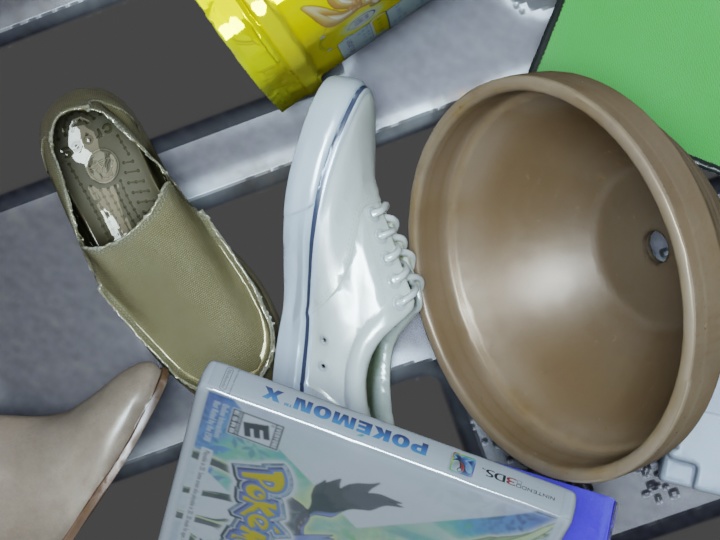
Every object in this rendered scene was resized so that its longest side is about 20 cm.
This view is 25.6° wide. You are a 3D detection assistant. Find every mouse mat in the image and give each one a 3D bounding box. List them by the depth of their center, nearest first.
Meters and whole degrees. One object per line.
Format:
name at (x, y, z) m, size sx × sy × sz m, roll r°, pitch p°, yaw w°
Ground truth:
mouse mat at (0.192, -0.150, 0.823) m, size 0.161 × 0.008 × 0.200 m, roll 21°, pitch 79°, yaw 6°

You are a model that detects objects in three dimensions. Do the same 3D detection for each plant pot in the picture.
plant pot at (0.120, -0.003, 0.786) m, size 0.093 × 0.201 × 0.201 m, roll -15°, pitch 89°, yaw -33°

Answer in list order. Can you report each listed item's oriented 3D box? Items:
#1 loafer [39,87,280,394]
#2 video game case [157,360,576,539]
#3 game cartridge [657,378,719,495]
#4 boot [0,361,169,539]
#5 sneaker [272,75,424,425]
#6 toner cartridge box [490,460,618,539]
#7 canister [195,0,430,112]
loafer at (-0.112, -0.010, 0.841) m, size 0.076 × 0.067 × 0.200 m, roll -38°, pitch 87°, yaw 5°
video game case at (-0.010, 0.144, 0.790) m, size 0.182 × 0.022 × 0.200 m, roll 20°, pitch 133°, yaw 1°
game cartridge at (0.243, 0.029, 0.826) m, size 0.133 × 0.042 × 0.200 m, roll 14°, pitch 92°, yaw 1°
boot at (-0.212, 0.099, 0.842) m, size 0.146 × 0.070 × 0.200 m, roll 32°, pitch 103°, yaw -8°
sneaker at (0.000, 0.000, 0.829) m, size 0.071 × 0.073 × 0.200 m, roll 8°, pitch 103°, yaw 16°
toner cartridge box at (0.022, 0.130, 0.816) m, size 0.200 × 0.095 × 0.043 m, roll 16°, pitch 47°, yaw 4°
canister at (0.014, -0.174, 0.790) m, size 0.200 × 0.149 × 0.087 m, roll -35°, pitch 87°, yaw 2°
